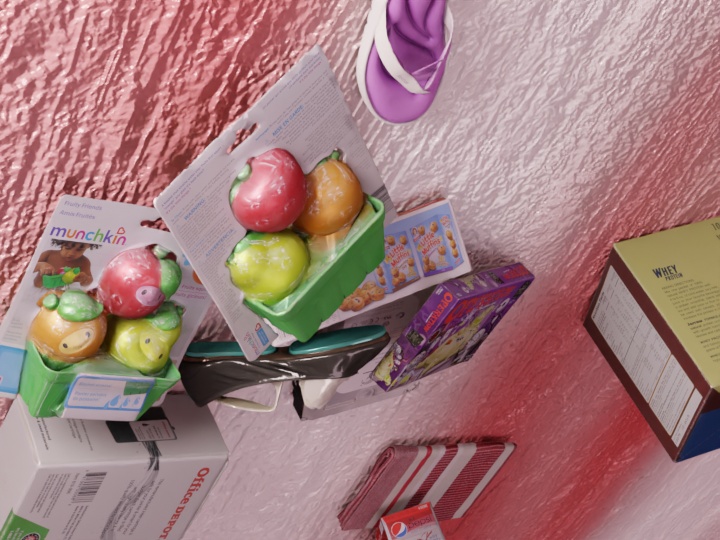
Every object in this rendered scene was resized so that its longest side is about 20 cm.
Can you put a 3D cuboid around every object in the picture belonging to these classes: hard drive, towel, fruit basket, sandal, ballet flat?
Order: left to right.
[{"bbox_3d":[-0.200,0.035,1.148,0.184,0.094,0.201,9,127,-42],"label":"fruit basket"},{"bbox_3d":[-0.065,-0.051,1.118,0.185,0.093,0.201,-47,133,-18],"label":"fruit basket"},{"bbox_3d":[-0.068,0.093,1.289,0.198,0.068,0.069,-5,102,7],"label":"ballet flat"},{"bbox_3d":[0.008,0.063,1.376,0.139,0.038,0.201,-13,142,-22],"label":"hard drive"},{"bbox_3d":[0.043,-0.180,1.088,0.082,0.050,0.204,-17,143,-17],"label":"sandal"},{"bbox_3d":[0.081,0.254,1.678,0.199,0.023,0.144,3,133,-39],"label":"towel"}]

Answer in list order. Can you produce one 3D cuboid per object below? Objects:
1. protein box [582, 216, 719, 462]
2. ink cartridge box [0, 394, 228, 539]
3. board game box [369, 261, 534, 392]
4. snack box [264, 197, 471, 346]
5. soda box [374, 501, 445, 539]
[{"bbox_3d":[0.383,0.066,1.502,0.197,0.201,0.136,-14,142,-21],"label":"protein box"},{"bbox_3d":[-0.244,0.192,1.315,0.199,0.083,0.147,4,133,-37],"label":"ink cartridge box"},{"bbox_3d":[0.093,0.052,1.358,0.120,0.032,0.200,-58,160,21],"label":"board game box"},{"bbox_3d":[0.000,0.000,1.267,0.199,0.024,0.072,-21,99,-13],"label":"snack box"},{"bbox_3d":[0.056,0.356,1.720,0.069,0.064,0.200,-16,153,-14],"label":"soda box"}]
